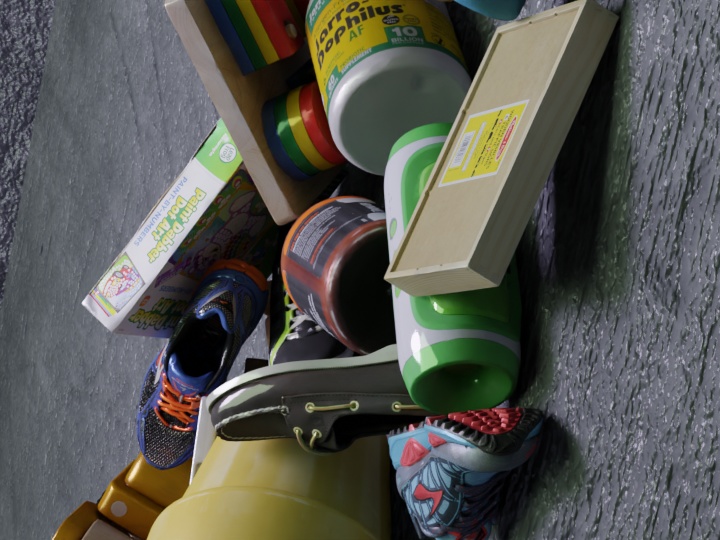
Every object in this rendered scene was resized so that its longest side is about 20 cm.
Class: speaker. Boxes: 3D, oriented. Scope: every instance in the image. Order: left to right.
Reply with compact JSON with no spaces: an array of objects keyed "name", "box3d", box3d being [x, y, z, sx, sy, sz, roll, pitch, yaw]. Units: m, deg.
[{"name":"speaker","box3d":[0.063,-0.003,1.671,0.089,0.088,0.200,121,152,-50]}]

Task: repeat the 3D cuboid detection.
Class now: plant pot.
[{"name":"plant pot","box3d":[-0.058,0.198,1.817,0.201,0.200,0.189,119,168,-48]}]

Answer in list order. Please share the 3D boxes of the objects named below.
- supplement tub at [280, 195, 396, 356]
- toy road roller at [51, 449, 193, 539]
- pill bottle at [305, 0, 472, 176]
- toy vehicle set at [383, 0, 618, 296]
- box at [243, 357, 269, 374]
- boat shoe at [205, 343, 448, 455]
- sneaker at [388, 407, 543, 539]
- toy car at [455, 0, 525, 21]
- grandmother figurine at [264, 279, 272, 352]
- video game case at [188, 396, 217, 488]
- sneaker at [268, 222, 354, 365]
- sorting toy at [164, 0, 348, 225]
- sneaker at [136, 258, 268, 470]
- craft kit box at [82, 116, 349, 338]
[{"name":"supplement tub","box3d":[0.000,0.000,1.832,0.200,0.107,0.107,-147,66,-72]},{"name":"toy road roller","box3d":[-0.177,0.214,2.060,0.146,0.123,0.200,-61,-3,12]},{"name":"pill bottle","box3d":[0.018,-0.171,1.843,0.200,0.112,0.113,-103,27,-50]},{"name":"toy vehicle set","box3d":[0.091,-0.079,1.583,0.124,0.026,0.200,-7,56,65]},{"name":"box","box3d":[-0.055,0.176,1.968,0.121,0.032,0.201,3,86,42]},{"name":"boat shoe","box3d":[-0.017,0.100,1.734,0.072,0.201,0.061,49,-148,-61]},{"name":"sneaker","box3d":[0.078,0.144,1.615,0.200,0.079,0.096,144,119,-75]},{"name":"toy car","box3d":[0.108,-0.242,1.533,0.200,0.177,0.185,45,114,53]},{"name":"grandmother figurine","box3d":[-0.056,0.107,2.057,0.121,0.060,0.200,88,177,-63]},{"name":"video game case","box3d":[-0.126,0.210,1.942,0.143,0.018,0.201,69,-152,-79]},{"name":"sneaker","box3d":[-0.052,0.024,1.966,0.200,0.072,0.083,-98,-11,-62]},{"name":"sorting toy","box3d":[-0.052,-0.166,1.935,0.199,0.069,0.200,63,-156,-12]},{"name":"sneaker","box3d":[-0.142,0.084,1.985,0.078,0.075,0.200,-58,-9,-63]},{"name":"craft kit box","box3d":[-0.118,-0.030,2.013,0.049,0.200,0.198,45,103,19]}]
